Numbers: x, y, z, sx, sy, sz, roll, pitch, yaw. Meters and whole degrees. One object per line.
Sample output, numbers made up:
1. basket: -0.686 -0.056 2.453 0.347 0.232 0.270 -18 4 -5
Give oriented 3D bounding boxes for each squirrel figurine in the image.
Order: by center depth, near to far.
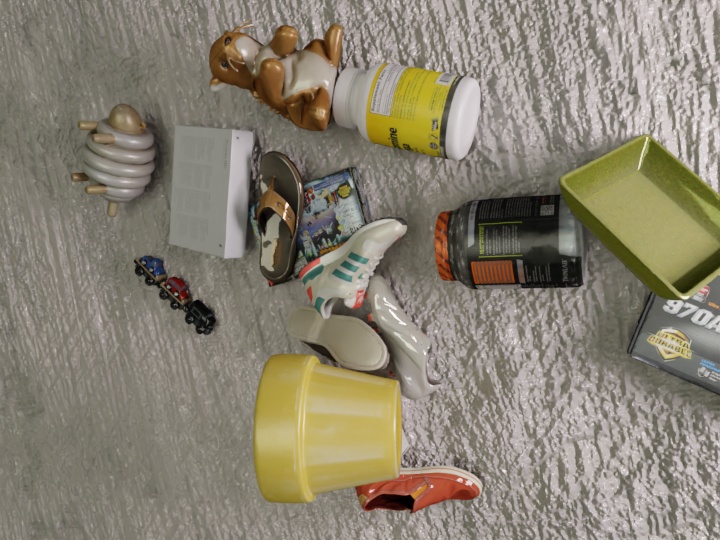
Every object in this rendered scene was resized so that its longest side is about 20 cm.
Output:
1. squirrel figurine: -0.127 -0.280 1.003 0.181 0.200 0.146 11 85 -2

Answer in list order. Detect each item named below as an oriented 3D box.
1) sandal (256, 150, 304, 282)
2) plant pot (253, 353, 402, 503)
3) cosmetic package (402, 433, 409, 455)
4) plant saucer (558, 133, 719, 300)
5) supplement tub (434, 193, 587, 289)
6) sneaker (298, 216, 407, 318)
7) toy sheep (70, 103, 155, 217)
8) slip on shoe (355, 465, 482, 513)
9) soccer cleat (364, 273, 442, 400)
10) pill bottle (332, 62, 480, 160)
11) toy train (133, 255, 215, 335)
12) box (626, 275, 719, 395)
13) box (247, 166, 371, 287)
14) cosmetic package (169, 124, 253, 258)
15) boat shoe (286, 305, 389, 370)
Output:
1. sandal: -0.135 -0.081 1.062 0.080 0.054 0.206 11 99 21
2. plant pot: -0.036 0.219 0.956 0.183 0.201 0.207 -2 95 7
3. cosmetic package: -0.033 0.279 1.091 0.197 0.073 0.106 -26 85 22
4. plant saucer: 0.360 -0.061 0.836 0.201 0.197 0.048 50 147 24
5. supplement tub: 0.206 -0.037 0.932 0.195 0.122 0.126 -1 95 22
6. sneaker: -0.001 0.000 1.002 0.197 0.070 0.095 -31 74 26
7. toy sheep: -0.419 -0.188 1.172 0.136 0.137 0.204 31 116 16
8. slip on shoe: 0.087 0.334 1.023 0.194 0.062 0.075 3 135 -5
9. soccer cleat: 0.066 0.096 1.039 0.076 0.069 0.205 -18 96 17
10. pill bottle: 0.064 -0.232 0.976 0.195 0.112 0.116 16 102 21
11. toy train: -0.330 0.037 1.210 0.199 0.034 0.046 40 105 13
12. box: 0.468 0.074 0.876 0.196 0.046 0.163 24 104 19
13. box: -0.077 -0.067 1.091 0.196 0.040 0.141 -17 90 23
14. cosmetic package: -0.250 -0.133 1.131 0.148 0.051 0.206 13 102 39
15. boat shoe: -0.028 0.109 1.050 0.197 0.059 0.073 16 75 38
